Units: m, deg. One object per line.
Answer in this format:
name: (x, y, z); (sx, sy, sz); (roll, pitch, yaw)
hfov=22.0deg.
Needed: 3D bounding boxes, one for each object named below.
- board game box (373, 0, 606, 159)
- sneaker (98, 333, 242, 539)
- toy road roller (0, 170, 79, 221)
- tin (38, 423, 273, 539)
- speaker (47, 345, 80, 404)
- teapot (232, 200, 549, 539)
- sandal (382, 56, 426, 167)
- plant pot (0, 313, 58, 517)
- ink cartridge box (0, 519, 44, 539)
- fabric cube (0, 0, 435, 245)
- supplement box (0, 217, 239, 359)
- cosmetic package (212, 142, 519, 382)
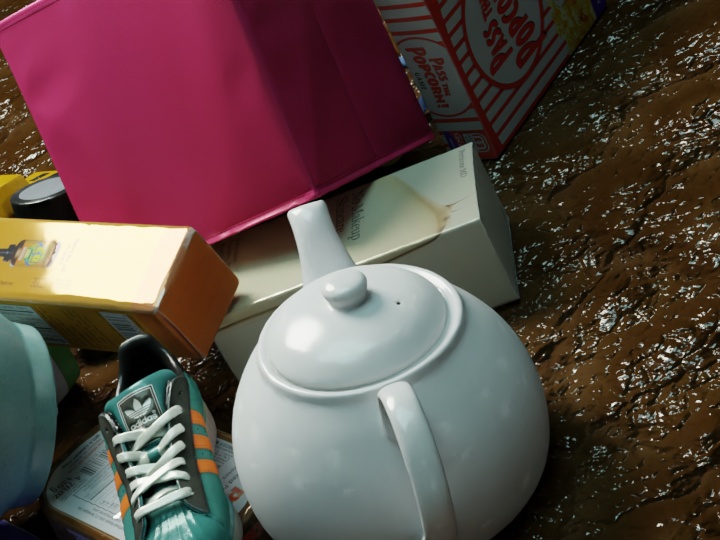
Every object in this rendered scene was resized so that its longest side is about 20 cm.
board game box: (0.101, -0.203, 1.386); (0.046, 0.152, 0.200); (1, 42, 40)
sneaker: (-0.121, 0.111, 1.089); (0.071, 0.080, 0.200); (-25, 30, 1)
toy road roller: (-0.232, -0.025, 1.432); (0.199, 0.123, 0.146); (-1, 26, 38)
tin: (-0.127, 0.143, 1.164); (0.200, 0.042, 0.112); (14, 52, 49)
speaker: (-0.297, 0.110, 1.308); (0.200, 0.089, 0.088); (-41, 33, -20)
teapot: (0.010, 0.066, 1.042); (0.199, 0.147, 0.198); (9, 42, 32)
sandal: (-0.019, -0.136, 1.466); (0.199, 0.080, 0.087); (18, 50, 41)
plant pot: (-0.274, 0.093, 1.181); (0.134, 0.201, 0.200); (2, 18, -28)
ink cartridge box: (-0.252, 0.232, 1.132); (0.198, 0.044, 0.200); (13, 48, 48)
fabric cube: (-0.099, -0.132, 1.309); (0.196, 0.200, 0.200); (-23, 4, 30)
supplement box: (-0.183, 0.010, 1.232); (0.199, 0.069, 0.067); (5, 60, 33)
cosmetic package: (0.000, 0.000, 1.244); (0.199, 0.073, 0.104); (-22, 31, 13)
